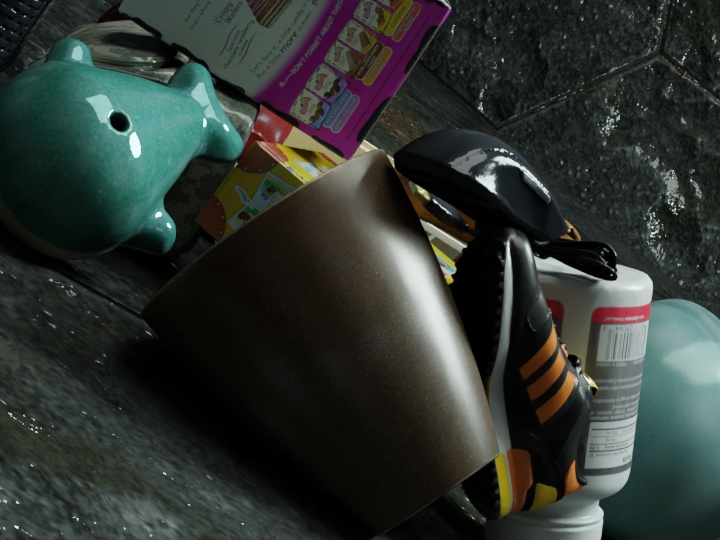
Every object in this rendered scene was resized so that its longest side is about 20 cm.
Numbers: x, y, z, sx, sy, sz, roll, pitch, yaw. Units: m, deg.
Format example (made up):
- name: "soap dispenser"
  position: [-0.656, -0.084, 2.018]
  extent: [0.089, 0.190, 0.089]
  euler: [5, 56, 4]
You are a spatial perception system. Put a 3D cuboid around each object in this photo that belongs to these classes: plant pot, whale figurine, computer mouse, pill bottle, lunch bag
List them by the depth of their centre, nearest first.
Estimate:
- name: "plant pot"
  position: [-0.005, 0.058, 1.315]
  extent: [0.200, 0.187, 0.187]
  euler: [55, 13, 6]
- name: "computer mouse"
  position: [0.076, -0.056, 1.366]
  extent: [0.140, 0.046, 0.200]
  euler: [18, -8, 45]
- name: "whale figurine"
  position: [-0.155, -0.089, 1.383]
  extent: [0.200, 0.104, 0.159]
  euler: [-22, 84, -40]
- name: "pill bottle"
  position: [0.138, 0.095, 1.457]
  extent: [0.111, 0.200, 0.111]
  euler: [6, 9, -1]
- name: "lunch bag"
  position: [-0.171, -0.111, 1.559]
  extent: [0.168, 0.139, 0.200]
  euler: [26, 14, -5]
- name: "plant pot"
  position: [0.202, 0.125, 1.661]
  extent: [0.134, 0.200, 0.200]
  euler: [-3, 33, -30]

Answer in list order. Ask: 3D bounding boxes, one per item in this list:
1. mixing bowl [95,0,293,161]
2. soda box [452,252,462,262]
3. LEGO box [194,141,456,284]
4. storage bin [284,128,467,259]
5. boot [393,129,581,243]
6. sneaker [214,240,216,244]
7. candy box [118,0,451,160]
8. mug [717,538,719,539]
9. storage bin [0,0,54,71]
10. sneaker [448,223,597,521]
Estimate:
- name: "mixing bowl"
  position: [-0.128, -0.147, 1.768]
  extent: [0.200, 0.200, 0.108]
  euler: [24, 52, -49]
- name: "soda box"
  position: [0.117, 0.062, 1.731]
  extent: [0.068, 0.064, 0.200]
  euler: [45, -9, 35]
- name: "LEGO box"
  position: [0.000, 0.000, 1.504]
  extent: [0.200, 0.077, 0.149]
  euler: [41, 11, 13]
- name: "storage bin"
  position: [-0.021, -0.065, 1.925]
  extent: [0.199, 0.094, 0.200]
  euler: [32, 13, -27]
- name: "boot"
  position: [0.112, -0.025, 1.591]
  extent: [0.155, 0.077, 0.200]
  euler: [44, 8, 28]
- name: "sneaker"
  position: [-0.012, -0.016, 1.637]
  extent: [0.200, 0.074, 0.084]
  euler: [18, 31, 10]
- name: "candy box"
  position: [-0.054, -0.191, 1.507]
  extent: [0.200, 0.136, 0.061]
  euler: [33, 10, -9]
- name: "mug"
  position: [0.349, 0.261, 1.682]
  extent: [0.177, 0.133, 0.200]
  euler: [21, 24, -52]
- name: "storage bin"
  position: [-0.313, -0.237, 1.496]
  extent: [0.200, 0.094, 0.135]
  euler: [33, 9, -8]
- name: "sneaker"
  position: [0.111, 0.061, 1.362]
  extent: [0.090, 0.200, 0.070]
  euler: [-9, 20, -24]
